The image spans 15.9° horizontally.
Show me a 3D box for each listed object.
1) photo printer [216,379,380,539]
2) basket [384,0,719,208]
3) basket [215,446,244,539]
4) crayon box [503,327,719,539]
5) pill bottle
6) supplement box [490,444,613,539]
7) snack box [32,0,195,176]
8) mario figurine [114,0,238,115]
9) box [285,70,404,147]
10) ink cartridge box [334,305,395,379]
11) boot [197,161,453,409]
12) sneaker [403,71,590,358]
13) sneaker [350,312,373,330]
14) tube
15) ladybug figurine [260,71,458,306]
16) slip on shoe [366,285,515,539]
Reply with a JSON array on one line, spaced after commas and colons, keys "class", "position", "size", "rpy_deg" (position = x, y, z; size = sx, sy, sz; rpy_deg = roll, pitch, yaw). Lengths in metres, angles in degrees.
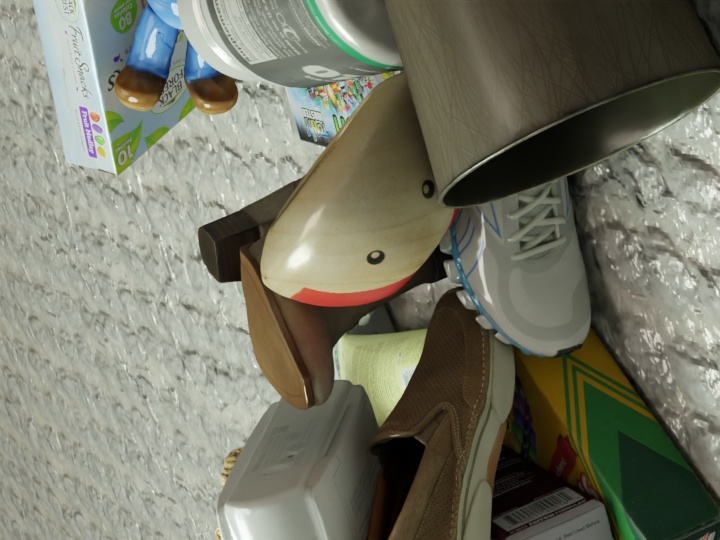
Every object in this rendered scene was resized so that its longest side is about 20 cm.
[{"class": "photo printer", "position": [-0.011, 0.182, 1.436], "size": [0.166, 0.069, 0.201], "rpy_deg": [-64, -41, -67]}, {"class": "basket", "position": [0.069, -0.152, 1.216], "size": [0.201, 0.135, 0.180], "rpy_deg": [69, 156, 8]}, {"class": "basket", "position": [-0.035, 0.210, 1.671], "size": [0.149, 0.143, 0.200], "rpy_deg": [38, -171, 16]}, {"class": "crayon box", "position": [0.124, 0.106, 1.454], "size": [0.200, 0.051, 0.127], "rpy_deg": [57, 158, 32]}, {"class": "pill bottle", "position": [-0.018, -0.157, 1.381], "size": [0.200, 0.113, 0.114], "rpy_deg": [-2, 109, 64]}, {"class": "supplement box", "position": [0.080, 0.162, 1.464], "size": [0.200, 0.061, 0.109], "rpy_deg": [27, 136, 65]}, {"class": "snack box", "position": [-0.160, -0.188, 1.765], "size": [0.053, 0.142, 0.201], "rpy_deg": [17, 132, 30]}, {"class": "mario figurine", "position": [-0.112, -0.187, 1.664], "size": [0.106, 0.123, 0.201], "rpy_deg": [37, 134, 33]}, {"class": "box", "position": [0.001, -0.124, 1.566], "size": [0.200, 0.035, 0.111], "rpy_deg": [20, 129, 65]}, {"class": "ink cartridge box", "position": [-0.021, 0.051, 1.794], "size": [0.201, 0.050, 0.161], "rpy_deg": [64, 160, 8]}, {"class": "boot", "position": [0.000, 0.000, 1.442], "size": [0.200, 0.145, 0.071], "rpy_deg": [-124, 27, -50]}, {"class": "sneaker", "position": [0.081, -0.049, 1.380], "size": [0.087, 0.075, 0.201], "rpy_deg": [-18, 94, 65]}, {"class": "sneaker", "position": [-0.002, -0.024, 1.634], "size": [0.200, 0.075, 0.082], "rpy_deg": [144, 131, -62]}, {"class": "tube", "position": [0.027, 0.067, 1.621], "size": [0.052, 0.058, 0.200], "rpy_deg": [43, 158, -12]}, {"class": "ladybug figurine", "position": [0.007, -0.035, 1.328], "size": [0.072, 0.136, 0.200], "rpy_deg": [36, -176, -4]}, {"class": "slip on shoe", "position": [0.037, 0.094, 1.399], "size": [0.076, 0.060, 0.201], "rpy_deg": [-37, 39, 55]}]
